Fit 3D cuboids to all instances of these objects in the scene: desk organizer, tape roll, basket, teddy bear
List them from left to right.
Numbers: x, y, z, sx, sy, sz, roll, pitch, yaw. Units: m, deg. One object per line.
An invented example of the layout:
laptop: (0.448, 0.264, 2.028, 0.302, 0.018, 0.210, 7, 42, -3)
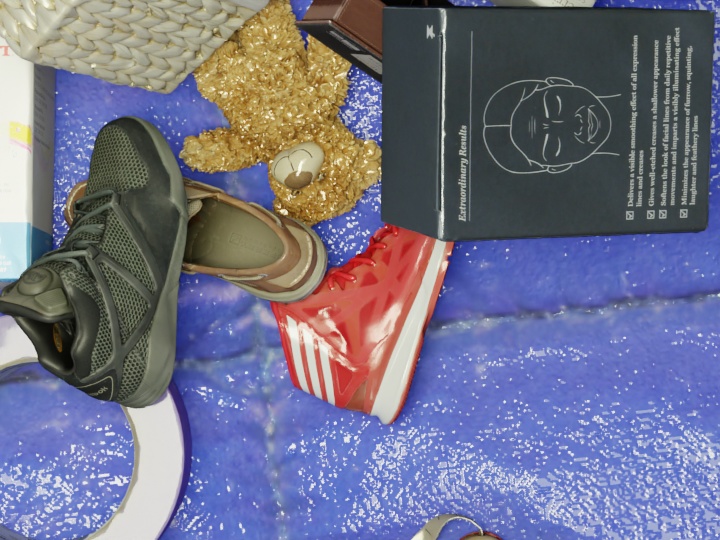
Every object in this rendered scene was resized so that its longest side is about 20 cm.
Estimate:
tape roll: (-0.220, 0.128, 1.441, 0.199, 0.085, 0.201, 0, 87, -2)
basket: (-0.170, -0.208, 1.376, 0.123, 0.200, 0.136, -47, 69, 17)
teddy bear: (-0.066, -0.127, 1.463, 0.145, 0.067, 0.201, -12, 87, 1)
desk organizer: (0.063, -0.150, 1.430, 0.200, 0.072, 0.077, 32, 84, -22)

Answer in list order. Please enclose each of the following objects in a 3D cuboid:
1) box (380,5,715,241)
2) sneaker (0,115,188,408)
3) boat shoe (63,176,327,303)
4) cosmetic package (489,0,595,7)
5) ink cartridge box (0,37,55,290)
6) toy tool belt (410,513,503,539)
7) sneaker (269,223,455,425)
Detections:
box: (0.123, -0.101, 1.362, 0.199, 0.107, 0.149, -2, 98, -21)
sneaker: (-0.177, -0.015, 1.359, 0.076, 0.114, 0.200, -8, 72, 39)
boat shoe: (-0.121, -0.032, 1.437, 0.199, 0.072, 0.076, 12, 82, 19)
cosmetic package: (0.155, -0.276, 1.463, 0.107, 0.085, 0.200, 29, 87, -4)
ink cartridge box: (-0.281, -0.089, 1.429, 0.128, 0.125, 0.201, 1, 86, -1)
toy tool belt: (0.036, 0.265, 1.419, 0.125, 0.123, 0.200, 45, 87, 1)
sneaker: (0.000, 0.000, 1.454, 0.115, 0.078, 0.201, 16, 86, -1)
